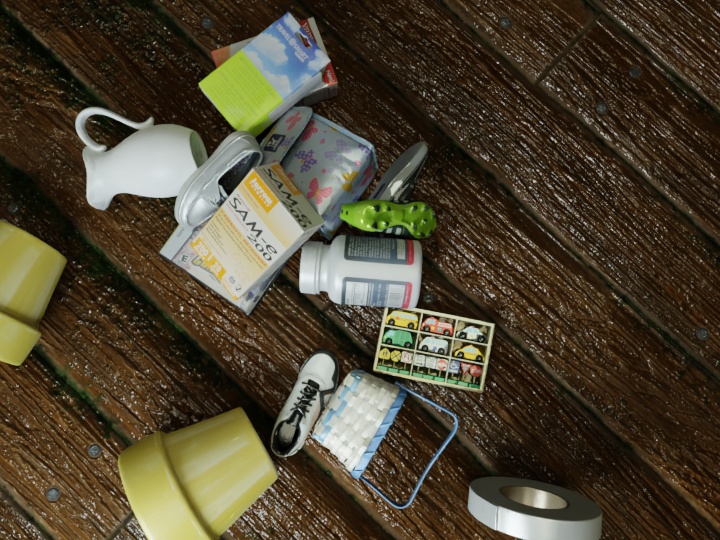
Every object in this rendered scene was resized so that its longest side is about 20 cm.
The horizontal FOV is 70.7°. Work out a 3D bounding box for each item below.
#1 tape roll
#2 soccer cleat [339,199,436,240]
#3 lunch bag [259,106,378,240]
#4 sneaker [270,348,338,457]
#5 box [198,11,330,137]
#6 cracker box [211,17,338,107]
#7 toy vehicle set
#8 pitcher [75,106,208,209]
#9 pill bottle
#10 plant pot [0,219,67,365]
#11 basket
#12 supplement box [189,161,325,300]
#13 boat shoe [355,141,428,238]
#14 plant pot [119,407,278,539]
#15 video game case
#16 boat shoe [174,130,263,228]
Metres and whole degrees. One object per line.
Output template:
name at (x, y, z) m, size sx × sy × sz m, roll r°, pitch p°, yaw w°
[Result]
tape roll at (0.272, 0.375, 0.804) m, size 0.202 × 0.203 × 0.037 m, roll 6°, pitch 85°, yaw -1°
soccer cleat at (0.053, -0.092, 0.861) m, size 0.081 × 0.200 × 0.068 m, roll 19°, pitch 101°, yaw 43°
lunch bag at (-0.096, -0.180, 0.889) m, size 0.200 × 0.127 × 0.170 m, roll 34°, pitch 84°, yaw 16°
sneaker at (-0.093, 0.230, 0.871) m, size 0.074 × 0.080 × 0.201 m, roll 23°, pitch 83°, yaw 3°
box at (-0.162, -0.333, 0.881) m, size 0.200 × 0.048 × 0.122 m, roll -40°, pitch 87°, yaw -3°
cracker box at (-0.155, -0.363, 0.937) m, size 0.199 × 0.058 × 0.134 m, roll -21°, pitch 86°, yaw -4°
toy vehicle set at (0.130, 0.138, 0.910) m, size 0.199 × 0.027 × 0.125 m, roll 11°, pitch 85°, yaw 0°
pitcher at (-0.380, -0.207, 0.878) m, size 0.199 × 0.121 × 0.172 m, roll -10°, pitch 107°, yaw 4°
pill bottle at (0.000, 0.000, 0.875) m, size 0.199 × 0.120 × 0.120 m, roll 5°, pitch 84°, yaw -1°
plant pot at (-0.598, 0.026, 0.830) m, size 0.200 × 0.201 × 0.189 m, roll 26°, pitch 70°, yaw 1°
basket at (0.038, 0.263, 0.838) m, size 0.200 × 0.139 × 0.177 m, roll 34°, pitch 85°, yaw 10°
supplement box at (-0.170, -0.060, 0.823) m, size 0.200 × 0.074 × 0.126 m, roll -41°, pitch 88°, yaw 31°
boat shoe at (0.065, -0.143, 0.923) m, size 0.057 × 0.069 × 0.200 m, roll 39°, pitch 84°, yaw -25°
plant pot at (-0.243, 0.323, 0.804) m, size 0.189 × 0.201 × 0.201 m, roll -30°, pitch 86°, yaw -20°
video game case at (-0.231, -0.049, 0.920) m, size 0.200 × 0.026 × 0.181 m, roll 34°, pitch 84°, yaw 2°
boat shoe at (-0.236, -0.141, 0.859) m, size 0.200 × 0.072 × 0.069 m, roll -44°, pitch 55°, yaw 7°
